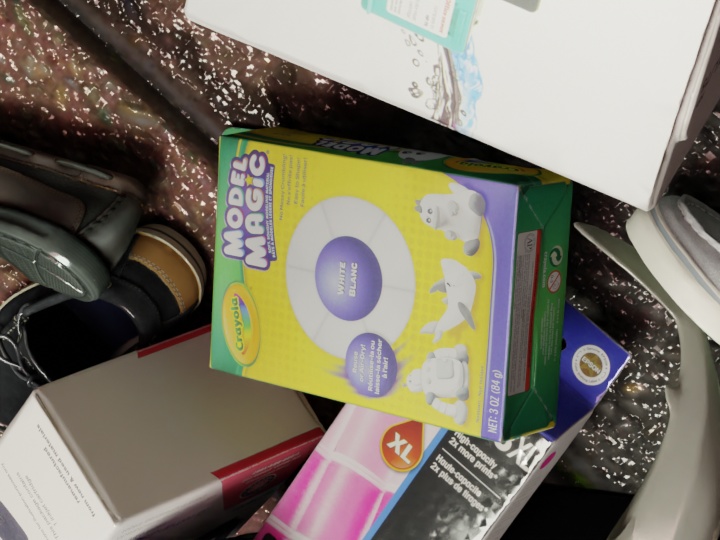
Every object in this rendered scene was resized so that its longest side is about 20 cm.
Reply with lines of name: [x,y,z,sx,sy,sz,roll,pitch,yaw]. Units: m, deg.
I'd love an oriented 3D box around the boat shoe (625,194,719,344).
boat shoe: [0.209,0.021,0.956,0.201,0.070,0.072,38,113,4]

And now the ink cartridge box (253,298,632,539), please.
ink cartridge box: [0.035,0.088,1.064,0.095,0.037,0.200,41,112,17]

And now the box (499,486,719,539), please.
box: [0.098,0.187,1.134,0.200,0.079,0.141,4,128,28]

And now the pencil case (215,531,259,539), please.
pencil case: [-0.061,0.172,1.132,0.087,0.200,0.078,4,91,25]

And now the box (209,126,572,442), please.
box: [0.000,0.000,1.023,0.200,0.048,0.118,12,104,40]

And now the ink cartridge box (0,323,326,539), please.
ink cartridge box: [-0.132,0.124,1.161,0.084,0.145,0.200,56,136,15]

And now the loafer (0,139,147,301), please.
loafer: [-0.190,-0.045,1.145,0.200,0.063,0.072,25,159,32]

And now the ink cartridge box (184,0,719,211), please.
ink cartridge box: [0.061,-0.149,0.849,0.200,0.147,0.146,24,132,12]

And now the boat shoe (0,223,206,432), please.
boat shoe: [-0.156,0.042,1.183,0.075,0.062,0.200,46,135,-11]

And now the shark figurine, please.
shark figurine: [0.116,0.098,0.968,0.128,0.089,0.215,-139,55,-61]
